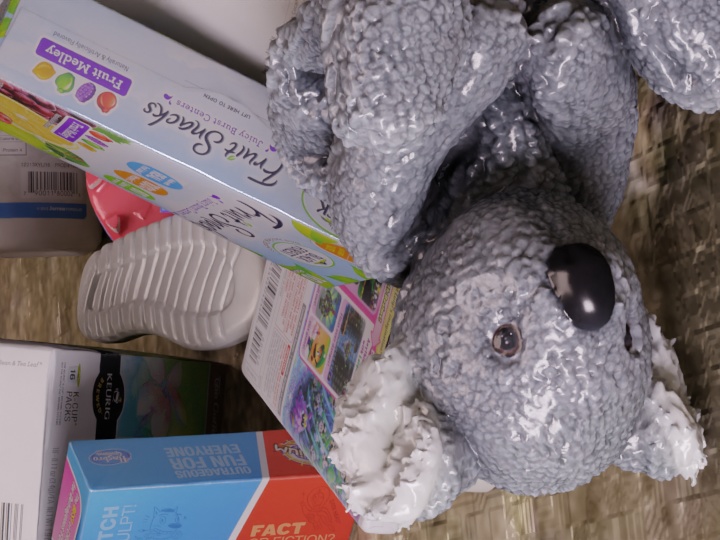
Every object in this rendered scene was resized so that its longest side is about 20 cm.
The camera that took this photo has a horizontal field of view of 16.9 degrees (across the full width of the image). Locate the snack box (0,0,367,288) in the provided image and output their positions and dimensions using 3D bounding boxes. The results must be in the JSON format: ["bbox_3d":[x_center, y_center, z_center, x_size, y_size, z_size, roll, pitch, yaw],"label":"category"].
[{"bbox_3d":[-0.076,-0.058,1.082,0.053,0.200,0.142,-66,12,-8],"label":"snack box"}]

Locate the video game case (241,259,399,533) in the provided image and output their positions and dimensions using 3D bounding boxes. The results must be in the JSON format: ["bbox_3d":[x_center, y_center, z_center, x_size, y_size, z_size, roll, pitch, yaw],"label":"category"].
[{"bbox_3d":[0.000,0.000,1.200,0.182,0.024,0.200,47,127,57],"label":"video game case"}]

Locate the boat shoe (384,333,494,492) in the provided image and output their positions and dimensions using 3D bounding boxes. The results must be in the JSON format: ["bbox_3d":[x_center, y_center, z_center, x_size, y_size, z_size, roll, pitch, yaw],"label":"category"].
[{"bbox_3d":[0.046,0.013,1.066,0.074,0.060,0.200,-119,36,-48],"label":"boat shoe"}]

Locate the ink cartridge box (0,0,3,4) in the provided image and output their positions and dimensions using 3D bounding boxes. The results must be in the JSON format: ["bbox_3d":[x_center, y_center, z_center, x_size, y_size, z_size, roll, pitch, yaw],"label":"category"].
[{"bbox_3d":[-0.195,-0.236,1.376,0.200,0.057,0.163,-110,31,-57],"label":"ink cartridge box"}]

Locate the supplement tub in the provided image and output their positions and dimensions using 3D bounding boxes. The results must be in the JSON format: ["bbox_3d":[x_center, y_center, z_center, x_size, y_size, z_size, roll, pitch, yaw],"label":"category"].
[{"bbox_3d":[-0.240,-0.110,1.643,0.132,0.132,0.200,172,97,-67],"label":"supplement tub"}]

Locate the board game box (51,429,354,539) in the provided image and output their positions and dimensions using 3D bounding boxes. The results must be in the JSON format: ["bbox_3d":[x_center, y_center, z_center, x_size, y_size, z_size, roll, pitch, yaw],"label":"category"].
[{"bbox_3d":[-0.092,0.175,1.276,0.040,0.153,0.200,-121,37,-48],"label":"board game box"}]

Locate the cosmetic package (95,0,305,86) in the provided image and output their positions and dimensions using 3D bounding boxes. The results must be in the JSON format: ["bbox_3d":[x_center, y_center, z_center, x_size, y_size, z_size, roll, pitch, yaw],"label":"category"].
[{"bbox_3d":[-0.040,-0.143,1.066,0.108,0.200,0.085,-57,-12,-53],"label":"cosmetic package"}]

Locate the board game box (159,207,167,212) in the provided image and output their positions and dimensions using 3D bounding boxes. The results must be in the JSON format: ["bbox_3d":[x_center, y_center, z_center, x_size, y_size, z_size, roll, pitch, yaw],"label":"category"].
[{"bbox_3d":[-0.075,-0.139,1.363,0.200,0.045,0.135,126,138,-54],"label":"board game box"}]

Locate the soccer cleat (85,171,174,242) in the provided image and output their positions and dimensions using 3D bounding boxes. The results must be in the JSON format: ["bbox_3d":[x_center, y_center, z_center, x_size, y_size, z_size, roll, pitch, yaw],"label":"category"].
[{"bbox_3d":[-0.146,-0.090,1.529,0.200,0.067,0.076,68,-172,24],"label":"soccer cleat"}]

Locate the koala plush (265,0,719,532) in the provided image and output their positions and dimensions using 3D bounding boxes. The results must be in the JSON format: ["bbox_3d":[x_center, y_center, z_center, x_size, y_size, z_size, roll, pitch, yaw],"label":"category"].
[{"bbox_3d":[0.055,-0.006,0.917,0.184,0.177,0.200,-30,71,63],"label":"koala plush"}]

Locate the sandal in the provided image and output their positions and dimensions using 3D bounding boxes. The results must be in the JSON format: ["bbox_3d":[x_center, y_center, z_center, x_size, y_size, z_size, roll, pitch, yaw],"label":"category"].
[{"bbox_3d":[-0.097,0.007,1.414,0.203,0.050,0.083,0,82,53],"label":"sandal"}]

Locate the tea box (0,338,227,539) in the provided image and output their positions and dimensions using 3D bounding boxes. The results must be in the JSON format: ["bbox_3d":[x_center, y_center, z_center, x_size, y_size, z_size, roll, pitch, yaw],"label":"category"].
[{"bbox_3d":[-0.210,0.105,1.387,0.200,0.197,0.134,3,88,27],"label":"tea box"}]
